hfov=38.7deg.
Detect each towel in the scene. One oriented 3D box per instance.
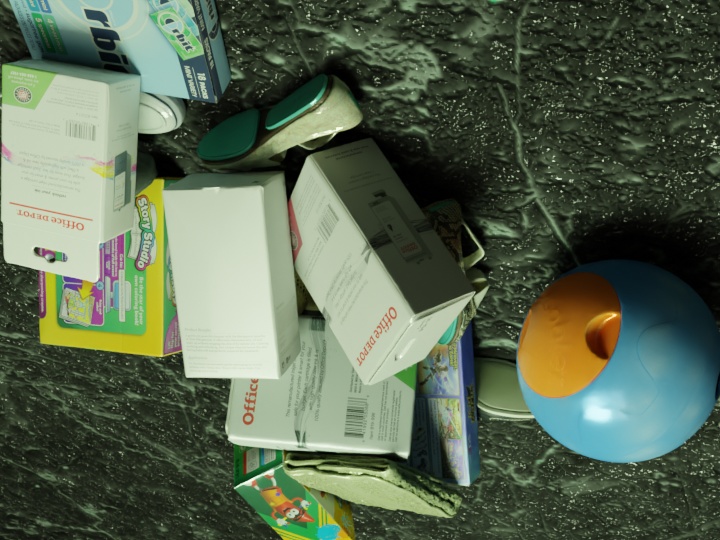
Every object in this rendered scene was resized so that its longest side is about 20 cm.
[{"bbox_3d":[0.016,0.244,1.164,0.148,0.037,0.200,-2,158,31],"label":"towel"}]

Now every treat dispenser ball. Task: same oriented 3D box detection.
[{"bbox_3d":[0.256,0.089,1.018,0.201,0.201,0.201,13,142,11],"label":"treat dispenser ball"}]

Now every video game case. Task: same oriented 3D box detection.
[{"bbox_3d":[0.048,0.149,1.230,0.181,0.045,0.200,0,98,27],"label":"video game case"}]

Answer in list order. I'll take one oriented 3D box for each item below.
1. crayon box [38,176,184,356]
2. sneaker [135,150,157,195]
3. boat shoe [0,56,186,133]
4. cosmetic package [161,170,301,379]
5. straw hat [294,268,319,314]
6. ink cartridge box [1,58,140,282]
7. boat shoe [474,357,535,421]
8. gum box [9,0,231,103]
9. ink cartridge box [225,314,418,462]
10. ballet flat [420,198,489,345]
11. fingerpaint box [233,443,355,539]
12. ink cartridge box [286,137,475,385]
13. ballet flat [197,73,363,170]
[{"bbox_3d":[-0.286,-0.010,1.184,0.172,0.058,0.200,4,96,21],"label":"crayon box"},{"bbox_3d":[-0.306,-0.125,1.124,0.200,0.085,0.075,33,128,25],"label":"sneaker"},{"bbox_3d":[-0.285,-0.168,1.077,0.200,0.067,0.074,11,142,13],"label":"boat shoe"},{"bbox_3d":[-0.127,0.004,1.040,0.108,0.085,0.200,1,106,13],"label":"cosmetic package"},{"bbox_3d":[-0.103,0.016,1.199,0.201,0.085,0.201,14,142,11],"label":"straw hat"},{"bbox_3d":[-0.288,-0.099,1.014,0.117,0.067,0.200,12,109,14],"label":"ink cartridge box"},{"bbox_3d":[0.139,0.153,1.259,0.199,0.075,0.066,6,143,20],"label":"boat shoe"},{"bbox_3d":[-0.235,-0.249,0.971,0.200,0.045,0.170,11,143,15],"label":"gum box"},{"bbox_3d":[-0.038,0.129,1.135,0.200,0.147,0.083,6,164,4],"label":"ink cartridge box"},{"bbox_3d":[0.102,0.002,1.096,0.068,0.075,0.200,47,161,41],"label":"ballet flat"},{"bbox_3d":[-0.085,0.232,1.270,0.073,0.200,0.167,-28,123,12],"label":"fingerpaint box"},{"bbox_3d":[0.008,-0.008,1.030,0.200,0.083,0.147,58,147,20],"label":"ink cartridge box"},{"bbox_3d":[-0.081,-0.133,1.025,0.200,0.067,0.062,-16,139,40],"label":"ballet flat"}]
